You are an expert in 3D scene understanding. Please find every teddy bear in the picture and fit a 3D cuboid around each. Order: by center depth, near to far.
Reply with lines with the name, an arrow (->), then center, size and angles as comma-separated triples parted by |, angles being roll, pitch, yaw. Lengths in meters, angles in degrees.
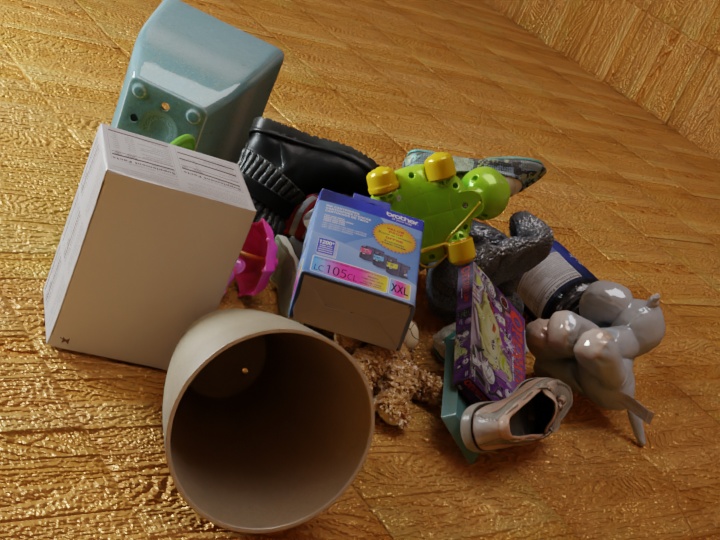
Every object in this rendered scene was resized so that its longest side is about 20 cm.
teddy bear -> 0.031, 0.107, 1.347 | 0.145, 0.067, 0.200 | 34, 25, 15

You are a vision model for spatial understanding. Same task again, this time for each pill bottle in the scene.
pill bottle -> 0.295, 0.041, 1.702 | 0.111, 0.112, 0.200 | 8, 28, -35

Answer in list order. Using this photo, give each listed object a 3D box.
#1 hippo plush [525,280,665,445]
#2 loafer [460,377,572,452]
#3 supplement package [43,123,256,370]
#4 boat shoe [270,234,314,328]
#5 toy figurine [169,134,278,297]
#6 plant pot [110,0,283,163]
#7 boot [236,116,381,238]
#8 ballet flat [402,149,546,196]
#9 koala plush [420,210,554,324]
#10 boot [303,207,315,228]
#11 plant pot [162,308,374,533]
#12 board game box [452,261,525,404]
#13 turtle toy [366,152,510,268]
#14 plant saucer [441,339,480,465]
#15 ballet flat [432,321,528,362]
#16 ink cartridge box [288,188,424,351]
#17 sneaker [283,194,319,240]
hippo plush -> 0.331, 0.084, 1.517 | 0.199, 0.160, 0.161 | 32, 66, 22
loafer -> 0.193, 0.165, 1.320 | 0.063, 0.073, 0.199 | -10, 1, 42
supplement package -> -0.217, -0.018, 1.187 | 0.155, 0.201, 0.111 | 15, 25, -24
boat shoe -> -0.069, 0.015, 1.435 | 0.060, 0.072, 0.202 | 12, 23, -18
toy figurine -> -0.188, -0.034, 1.379 | 0.184, 0.150, 0.200 | 37, 46, 3
plant pot -> -0.251, -0.236, 1.649 | 0.195, 0.197, 0.200 | 26, 31, 1
boot -> -0.081, -0.095, 1.542 | 0.210, 0.159, 0.079 | 20, -16, 4
ballet flat -> 0.154, -0.117, 1.572 | 0.198, 0.075, 0.074 | 3, 26, -6
koala plush -> 0.127, -0.032, 1.623 | 0.183, 0.178, 0.200 | -10, 44, -38
boot -> 0.000, 0.000, 1.524 | 0.151, 0.073, 0.200 | 59, 0, 20
plant pot -> -0.106, 0.112, 1.087 | 0.186, 0.189, 0.200 | 15, 11, -23
board game box -> 0.158, 0.095, 1.414 | 0.120, 0.032, 0.201 | 50, 30, -31
turtle toy -> 0.097, -0.079, 1.491 | 0.198, 0.147, 0.101 | -14, 10, 0
plant saucer -> 0.121, 0.147, 1.371 | 0.070, 0.019, 0.200 | 58, 16, -16
ballet flat -> 0.175, 0.086, 1.541 | 0.072, 0.072, 0.199 | 39, 26, 30
ink cartridge box -> -0.001, -0.013, 1.364 | 0.135, 0.077, 0.201 | 17, 35, -6
sneaker -> -0.102, -0.109, 1.668 | 0.112, 0.072, 0.201 | 19, 31, -5
